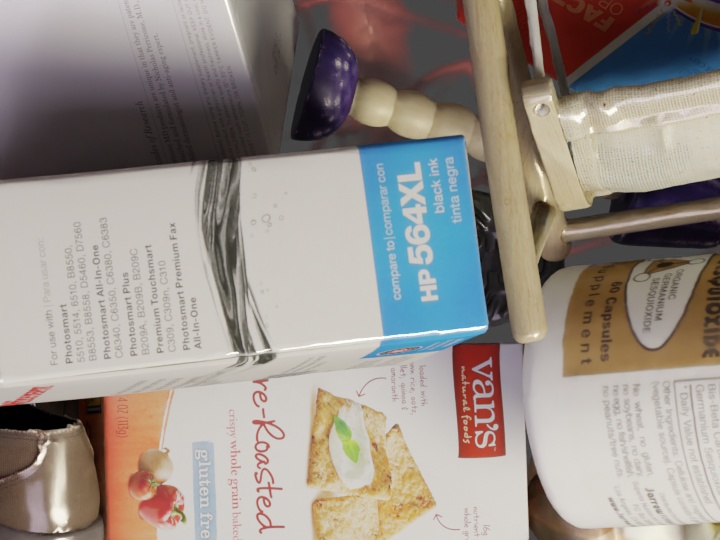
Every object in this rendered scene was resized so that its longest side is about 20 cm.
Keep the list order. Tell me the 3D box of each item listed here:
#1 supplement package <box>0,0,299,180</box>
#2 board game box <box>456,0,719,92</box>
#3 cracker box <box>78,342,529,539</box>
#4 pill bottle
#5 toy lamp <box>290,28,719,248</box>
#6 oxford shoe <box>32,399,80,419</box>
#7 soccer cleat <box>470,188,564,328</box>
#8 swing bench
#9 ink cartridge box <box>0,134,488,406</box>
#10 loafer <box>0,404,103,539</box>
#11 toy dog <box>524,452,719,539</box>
[{"bbox_3d":[-0.139,-0.108,1.256,0.199,0.121,0.120,-9,124,10],"label":"supplement package"},{"bbox_3d":[0.157,-0.149,1.251,0.153,0.040,0.200,29,122,-15],"label":"board game box"},{"bbox_3d":[-0.024,0.101,1.335,0.199,0.058,0.135,-1,86,-18],"label":"cracker box"},{"bbox_3d":[0.178,0.047,1.243,0.199,0.115,0.115,-5,125,23],"label":"pill bottle"},{"bbox_3d":[0.070,-0.054,1.316,0.199,0.058,0.058,15,125,-6],"label":"toy lamp"},{"bbox_3d":[-0.117,0.061,1.377,0.084,0.073,0.201,19,114,37],"label":"oxford shoe"},{"bbox_3d":[0.000,0.000,1.340,0.199,0.073,0.069,-7,88,19],"label":"soccer cleat"},{"bbox_3d":[0.144,-0.096,1.183,0.198,0.130,0.201,-8,105,11],"label":"swing bench"},{"bbox_3d":[-0.064,0.003,1.204,0.199,0.146,0.085,-5,85,-13],"label":"ink cartridge box"},{"bbox_3d":[-0.183,0.059,1.313,0.200,0.073,0.071,25,114,33],"label":"loafer"},{"bbox_3d":[0.171,0.090,1.361,0.199,0.140,0.194,-24,110,20],"label":"toy dog"}]
